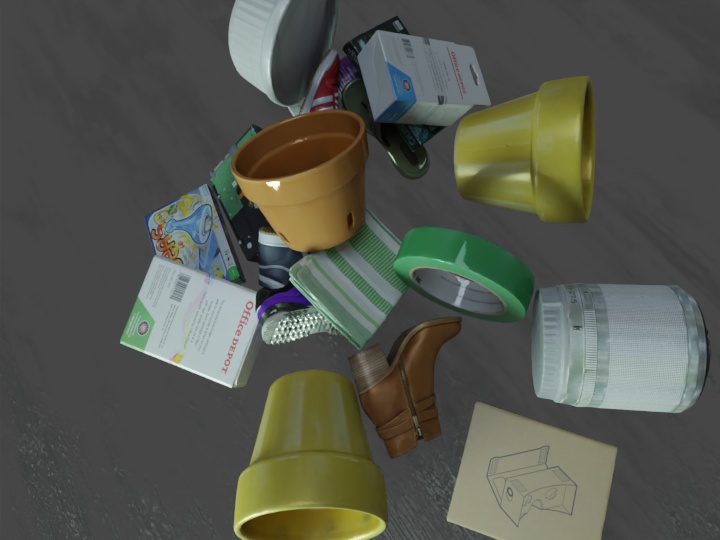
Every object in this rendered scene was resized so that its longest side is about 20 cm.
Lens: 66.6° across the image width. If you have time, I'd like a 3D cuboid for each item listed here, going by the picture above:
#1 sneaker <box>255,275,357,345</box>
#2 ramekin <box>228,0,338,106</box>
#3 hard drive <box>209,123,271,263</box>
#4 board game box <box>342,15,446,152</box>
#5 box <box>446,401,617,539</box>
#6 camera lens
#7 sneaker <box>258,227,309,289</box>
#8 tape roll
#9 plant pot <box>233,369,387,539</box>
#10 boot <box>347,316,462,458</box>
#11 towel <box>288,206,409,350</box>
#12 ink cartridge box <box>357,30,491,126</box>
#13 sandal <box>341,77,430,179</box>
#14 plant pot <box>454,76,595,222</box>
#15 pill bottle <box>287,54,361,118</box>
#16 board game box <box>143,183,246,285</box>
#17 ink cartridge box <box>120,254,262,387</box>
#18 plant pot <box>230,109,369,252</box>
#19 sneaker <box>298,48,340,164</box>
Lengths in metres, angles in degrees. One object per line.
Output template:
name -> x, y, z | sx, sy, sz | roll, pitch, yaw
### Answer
sneaker -> -0.071, 0.045, 0.838 | 0.196, 0.070, 0.100 | -3, 45, -35
ramekin -> -0.121, -0.368, 0.847 | 0.093, 0.203, 0.205 | 27, 77, 12
hard drive -> -0.183, -0.135, 0.963 | 0.139, 0.038, 0.202 | -41, 65, 20
board game box -> 0.074, -0.313, 0.911 | 0.135, 0.028, 0.202 | -39, 96, -34
box -> 0.234, 0.293, 0.750 | 0.196, 0.021, 0.167 | 15, 73, 16
camera lens -> 0.335, 0.100, 0.727 | 0.195, 0.160, 0.164 | 1, 69, 12
sneaker -> -0.074, -0.004, 0.901 | 0.195, 0.070, 0.111 | 7, 100, -11
tape roll -> 0.144, 0.010, 0.777 | 0.196, 0.201, 0.049 | 20, 73, 18
plant pot -> -0.067, 0.252, 0.745 | 0.196, 0.203, 0.192 | -11, 52, 7
boot -> 0.091, 0.163, 0.800 | 0.197, 0.077, 0.158 | -21, 81, -27
towel -> 0.000, 0.000, 0.829 | 0.152, 0.023, 0.200 | 43, 50, 0
ink cartridge box -> 0.103, -0.297, 0.865 | 0.196, 0.066, 0.119 | -6, 75, -33
sandal -> 0.051, -0.244, 0.925 | 0.080, 0.057, 0.201 | -43, 98, 1
plant pot -> 0.250, -0.176, 0.833 | 0.185, 0.201, 0.205 | 3, 69, 29
pill bottle -> -0.029, -0.313, 0.983 | 0.198, 0.113, 0.114 | -32, 67, -1
board game box -> -0.297, -0.039, 0.976 | 0.133, 0.035, 0.203 | -27, 67, 1
ink cartridge box -> -0.252, 0.081, 0.871 | 0.196, 0.084, 0.148 | 19, 82, 7
plant pot -> -0.073, -0.125, 0.801 | 0.195, 0.142, 0.202 | -11, 37, 8
sneaker -> -0.044, -0.245, 0.895 | 0.110, 0.071, 0.204 | 21, 97, -4
